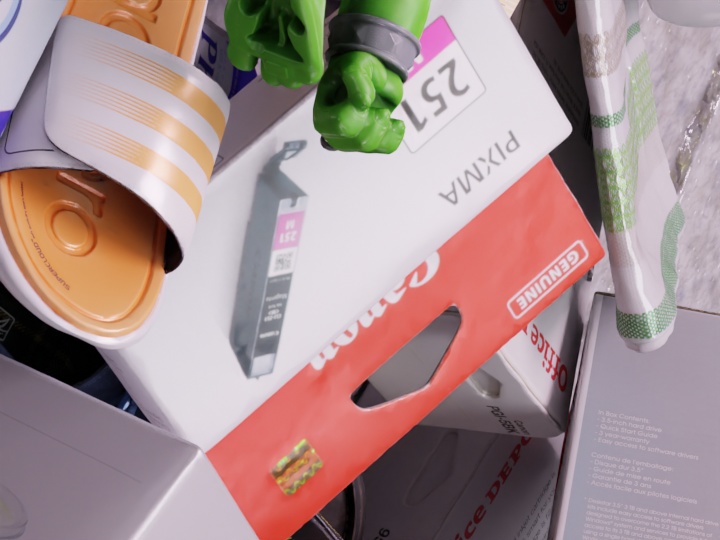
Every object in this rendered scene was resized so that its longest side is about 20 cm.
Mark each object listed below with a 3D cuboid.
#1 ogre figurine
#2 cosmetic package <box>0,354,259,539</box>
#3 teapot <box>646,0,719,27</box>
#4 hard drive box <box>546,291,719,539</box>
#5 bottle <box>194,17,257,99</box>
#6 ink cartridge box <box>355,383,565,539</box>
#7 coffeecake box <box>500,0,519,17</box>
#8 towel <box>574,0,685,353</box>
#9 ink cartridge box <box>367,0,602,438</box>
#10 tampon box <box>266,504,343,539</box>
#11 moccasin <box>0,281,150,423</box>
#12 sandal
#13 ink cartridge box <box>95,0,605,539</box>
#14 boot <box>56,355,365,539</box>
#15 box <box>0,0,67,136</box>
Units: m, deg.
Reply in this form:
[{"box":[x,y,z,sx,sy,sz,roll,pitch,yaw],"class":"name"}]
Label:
[{"box":[-0.021,-0.148,0.955,0.200,0.098,0.120,46,56,-7],"class":"ogre figurine"},{"box":[-0.165,0.134,1.008,0.200,0.199,0.123,-53,143,-23],"class":"cosmetic package"},{"box":[0.181,-0.201,1.200,0.197,0.145,0.201,34,47,-75],"class":"teapot"},{"box":[0.120,0.138,1.263,0.156,0.076,0.201,94,7,-56],"class":"hard drive box"},{"box":[-0.082,-0.064,1.136,0.200,0.065,0.084,34,75,-56],"class":"bottle"},{"box":[0.054,0.139,1.419,0.145,0.084,0.200,-57,145,-19],"class":"ink cartridge box"},{"box":[0.003,-0.199,1.076,0.200,0.073,0.154,22,102,-39],"class":"coffeecake box"},{"box":[0.116,-0.083,1.217,0.149,0.031,0.201,-76,158,-67],"class":"towel"},{"box":[0.051,-0.044,1.258,0.147,0.083,0.201,51,46,-57],"class":"ink cartridge box"},{"box":[-0.066,0.199,1.195,0.200,0.126,0.150,-40,142,-4],"class":"tampon box"},{"box":[-0.116,0.035,1.097,0.200,0.068,0.081,30,76,-40],"class":"moccasin"},{"box":[-0.083,-0.073,0.999,0.079,0.059,0.207,25,55,-26],"class":"sandal"},{"box":[0.000,0.000,1.091,0.200,0.044,0.174,-41,122,-11],"class":"ink cartridge box"},{"box":[-0.083,0.086,1.232,0.174,0.069,0.201,-25,123,-39],"class":"boot"},{"box":[-0.171,-0.158,0.927,0.184,0.105,0.201,34,79,-56],"class":"box"}]
